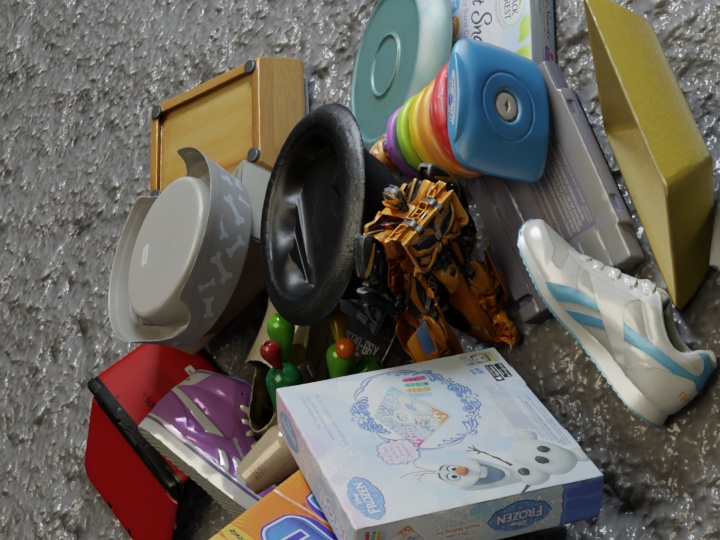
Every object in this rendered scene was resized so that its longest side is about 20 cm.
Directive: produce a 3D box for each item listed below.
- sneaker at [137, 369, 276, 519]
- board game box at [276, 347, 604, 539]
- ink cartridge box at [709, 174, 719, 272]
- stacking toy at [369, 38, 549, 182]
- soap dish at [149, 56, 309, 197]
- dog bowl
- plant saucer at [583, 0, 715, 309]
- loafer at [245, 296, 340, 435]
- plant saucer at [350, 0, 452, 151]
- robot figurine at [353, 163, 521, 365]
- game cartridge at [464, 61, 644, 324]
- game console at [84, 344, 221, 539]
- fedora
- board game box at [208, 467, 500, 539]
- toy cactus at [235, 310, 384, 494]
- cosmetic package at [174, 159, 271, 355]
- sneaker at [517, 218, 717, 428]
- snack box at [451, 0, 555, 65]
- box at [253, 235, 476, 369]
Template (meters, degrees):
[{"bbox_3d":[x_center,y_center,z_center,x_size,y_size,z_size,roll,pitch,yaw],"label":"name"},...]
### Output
[{"bbox_3d":[-0.110,0.175,1.354,0.200,0.073,0.114,40,67,12],"label":"sneaker"},{"bbox_3d":[0.055,0.140,1.079,0.200,0.197,0.044,-127,34,-57],"label":"board game box"},{"bbox_3d":[0.361,-0.086,1.064,0.145,0.084,0.202,0,73,40],"label":"ink cartridge box"},{"bbox_3d":[0.067,-0.123,1.247,0.199,0.109,0.117,-16,69,53],"label":"stacking toy"},{"bbox_3d":[-0.149,-0.138,1.523,0.199,0.081,0.159,-19,61,33],"label":"soap dish"},{"bbox_3d":[-0.176,-0.017,1.354,0.200,0.058,0.202,-36,43,43],"label":"dog bowl"},{"bbox_3d":[0.241,-0.099,1.118,0.048,0.200,0.202,-18,59,5],"label":"plant saucer"},{"bbox_3d":[-0.068,0.073,1.318,0.076,0.067,0.202,13,105,46],"label":"loafer"},{"bbox_3d":[0.034,-0.202,1.371,0.200,0.027,0.203,-170,90,-68],"label":"plant saucer"},{"bbox_3d":[0.068,0.008,1.184,0.058,0.201,0.145,14,52,43],"label":"robot figurine"},{"bbox_3d":[0.164,-0.070,1.232,0.129,0.038,0.202,-32,67,29],"label":"game cartridge"},{"bbox_3d":[-0.206,0.189,1.482,0.172,0.119,0.200,-35,46,-16],"label":"game console"},{"bbox_3d":[-0.015,-0.045,1.242,0.200,0.091,0.203,-29,55,52],"label":"fedora"},{"bbox_3d":[-0.013,0.297,1.068,0.199,0.199,0.201,28,119,20],"label":"board game box"},{"bbox_3d":[-0.037,0.139,1.240,0.165,0.201,0.102,-40,9,-9],"label":"toy cactus"},{"bbox_3d":[-0.148,-0.011,1.435,0.200,0.071,0.106,-43,36,37],"label":"cosmetic package"},{"bbox_3d":[0.207,0.029,1.139,0.081,0.076,0.200,-43,74,15],"label":"sneaker"},{"bbox_3d":[0.119,-0.235,1.352,0.141,0.053,0.202,-15,65,34],"label":"snack box"},{"bbox_3d":[0.000,0.000,1.361,0.199,0.050,0.159,24,89,44],"label":"box"}]
